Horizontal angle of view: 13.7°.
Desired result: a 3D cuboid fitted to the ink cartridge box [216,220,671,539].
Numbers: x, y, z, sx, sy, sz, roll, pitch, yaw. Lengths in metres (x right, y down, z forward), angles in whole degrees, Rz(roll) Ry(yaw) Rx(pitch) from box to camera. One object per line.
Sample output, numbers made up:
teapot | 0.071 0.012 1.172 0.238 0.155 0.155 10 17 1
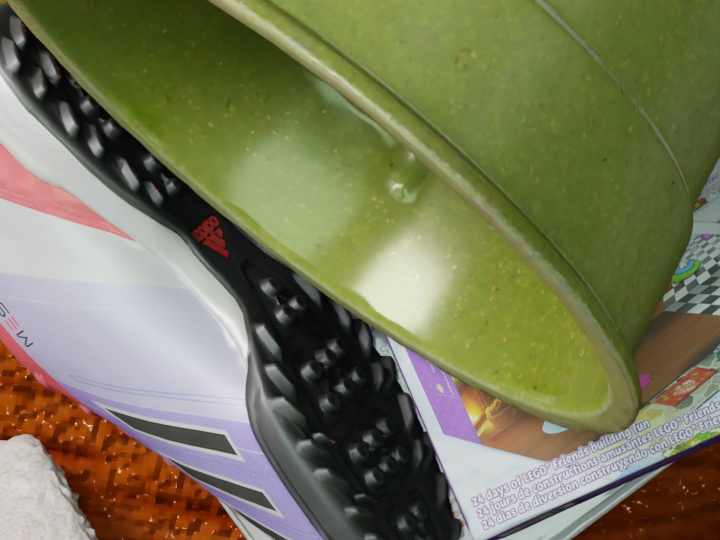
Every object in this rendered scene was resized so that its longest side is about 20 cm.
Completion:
ink cartridge box | 0.000 0.000 0.889 0.146 0.083 0.200 -36 84 -1

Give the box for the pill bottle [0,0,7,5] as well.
pill bottle | -0.113 -0.120 0.852 0.200 0.113 0.113 -32 83 38

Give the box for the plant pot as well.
plant pot | 0.039 -0.096 0.731 0.200 0.200 0.190 37 78 5

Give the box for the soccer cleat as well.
soccer cleat | -0.053 0.021 0.825 0.073 0.068 0.200 -40 92 29

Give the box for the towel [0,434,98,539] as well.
towel | -0.107 0.148 0.860 0.132 0.034 0.200 -36 53 -1

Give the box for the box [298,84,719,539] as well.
box | 0.095 -0.028 0.814 0.200 0.039 0.137 -24 82 7
